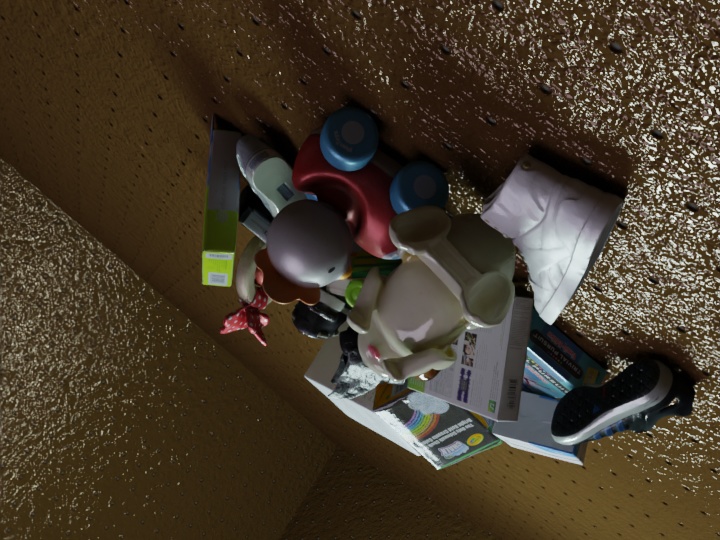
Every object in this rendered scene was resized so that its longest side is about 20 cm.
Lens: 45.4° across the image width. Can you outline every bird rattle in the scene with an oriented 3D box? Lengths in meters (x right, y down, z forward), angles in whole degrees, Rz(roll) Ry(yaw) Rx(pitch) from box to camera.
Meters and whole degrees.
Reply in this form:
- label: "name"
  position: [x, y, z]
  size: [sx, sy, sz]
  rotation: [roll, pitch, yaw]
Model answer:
- label: "bird rattle"
  position: [-0.167, 0.013, 1.436]
  size: [0.111, 0.199, 0.166]
  rotation: [23, 137, 33]

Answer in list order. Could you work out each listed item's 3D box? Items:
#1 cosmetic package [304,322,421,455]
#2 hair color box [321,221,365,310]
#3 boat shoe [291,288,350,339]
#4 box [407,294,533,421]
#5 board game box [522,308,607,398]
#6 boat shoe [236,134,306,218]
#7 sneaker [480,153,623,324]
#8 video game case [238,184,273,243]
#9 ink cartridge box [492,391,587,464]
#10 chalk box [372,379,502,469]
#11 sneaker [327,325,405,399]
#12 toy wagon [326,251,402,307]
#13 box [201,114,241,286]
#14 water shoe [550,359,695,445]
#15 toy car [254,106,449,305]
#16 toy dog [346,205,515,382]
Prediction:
- label: "cosmetic package"
  position: [0.043, 0.187, 1.512]
  size: [0.198, 0.166, 0.165]
  rotation: [21, 160, 44]
- label: "hair color box"
  position: [0.000, 0.000, 1.182]
  size: [0.200, 0.100, 0.060]
  rotation: [42, 163, -21]
- label: "boat shoe"
  position: [-0.053, 0.059, 1.122]
  size: [0.073, 0.061, 0.200]
  rotation: [31, 177, 0]
- label: "box"
  position: [0.132, 0.094, 1.073]
  size: [0.036, 0.148, 0.199]
  rotation: [8, -179, -30]
- label: "board game box"
  position: [0.210, 0.108, 1.150]
  size: [0.150, 0.047, 0.200]
  rotation: [39, 164, -11]
- label: "boat shoe"
  position: [-0.110, -0.119, 1.159]
  size: [0.072, 0.070, 0.201]
  rotation: [54, 179, 28]
- label: "sneaker"
  position: [0.166, -0.032, 0.805]
  size: [0.114, 0.074, 0.201]
  rotation: [32, 154, 17]
- label: "video game case"
  position: [-0.105, -0.046, 1.281]
  size: [0.180, 0.026, 0.200]
  rotation: [40, -173, -16]
- label: "ink cartridge box"
  position: [0.266, 0.227, 1.231]
  size: [0.114, 0.069, 0.200]
  rotation: [11, 168, 23]
- label: "chalk box"
  position: [0.131, 0.197, 1.273]
  size: [0.124, 0.125, 0.200]
  rotation: [-30, 119, 31]
- label: "sneaker"
  position: [0.019, 0.095, 1.141]
  size: [0.102, 0.061, 0.203]
  rotation: [7, 129, -4]
- label: "toy wagon"
  position: [0.057, 0.003, 1.055]
  size: [0.195, 0.041, 0.155]
  rotation: [-3, -166, 4]
- label: "box"
  position: [-0.191, -0.095, 1.188]
  size: [0.047, 0.204, 0.122]
  rotation: [4, 158, -9]
- label: "water shoe"
  position: [0.303, 0.171, 1.008]
  size: [0.078, 0.073, 0.200]
  rotation: [29, 147, -13]
- label: "toy car"
  position: [-0.027, -0.037, 0.942]
  size: [0.176, 0.202, 0.184]
  rotation: [35, 165, -3]
- label: "toy dog"
  position: [0.064, 0.032, 0.901]
  size: [0.139, 0.194, 0.201]
  rotation: [39, 131, 4]
